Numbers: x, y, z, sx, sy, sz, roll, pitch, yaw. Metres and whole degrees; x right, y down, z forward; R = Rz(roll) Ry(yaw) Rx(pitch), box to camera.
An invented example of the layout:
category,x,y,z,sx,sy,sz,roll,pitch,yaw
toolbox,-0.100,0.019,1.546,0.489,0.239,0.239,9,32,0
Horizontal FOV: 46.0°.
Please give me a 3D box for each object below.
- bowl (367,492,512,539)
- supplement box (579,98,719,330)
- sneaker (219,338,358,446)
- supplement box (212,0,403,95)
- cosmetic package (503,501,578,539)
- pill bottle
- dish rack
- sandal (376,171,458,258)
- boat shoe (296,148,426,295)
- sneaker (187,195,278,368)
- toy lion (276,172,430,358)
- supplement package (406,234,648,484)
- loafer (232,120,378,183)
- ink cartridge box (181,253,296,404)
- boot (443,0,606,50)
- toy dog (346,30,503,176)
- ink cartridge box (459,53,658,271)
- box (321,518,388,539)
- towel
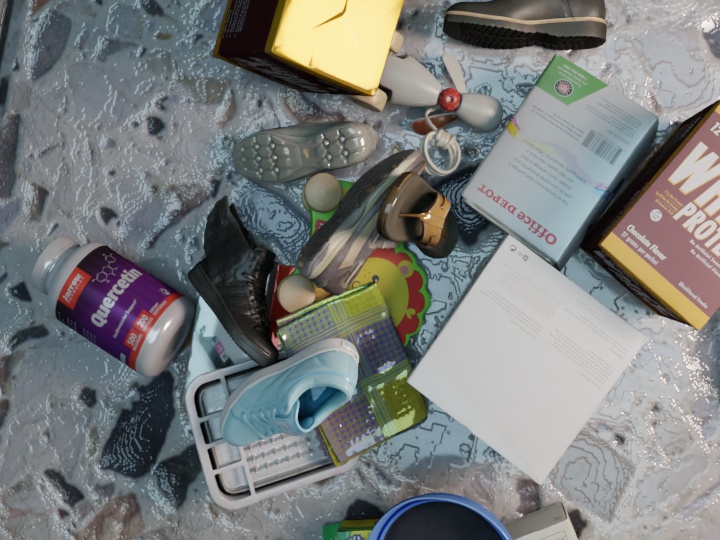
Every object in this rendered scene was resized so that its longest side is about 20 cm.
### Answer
category,x,y,z,sx,sy,sz,roll,pitch,yaw
bowl,0.098,0.362,1.008,0.196,0.039,0.206,2,96,17
supplement box,0.364,-0.060,0.939,0.132,0.200,0.198,41,96,5
sneaker,-0.088,0.155,0.963,0.199,0.083,0.074,-37,116,21
supplement box,-0.054,-0.319,0.970,0.131,0.199,0.201,15,94,-30
cosmetic package,0.241,0.402,1.031,0.102,0.073,0.204,-21,88,9
pill bottle,-0.316,0.040,1.082,0.198,0.112,0.114,31,95,6
dish rack,-0.109,0.189,1.064,0.196,0.044,0.175,-16,97,-9
sandal,0.079,-0.054,0.980,0.054,0.199,0.083,20,84,30
boat shoe,0.010,-0.056,1.002,0.200,0.074,0.073,-47,113,-4
sneaker,-0.139,0.014,1.034,0.104,0.060,0.200,-43,68,2
toy lion,0.000,0.000,1.056,0.188,0.069,0.204,15,86,-8
supplement package,0.189,0.096,0.994,0.190,0.147,0.202,36,96,6
loafer,-0.070,-0.150,1.068,0.196,0.070,0.072,-1,104,25
ink cartridge box,-0.129,0.088,1.093,0.170,0.044,0.205,10,93,9
boot,0.199,-0.346,1.027,0.195,0.077,0.142,3,88,-5
toy dog,0.070,-0.220,1.047,0.199,0.096,0.132,42,93,-10
ink cartridge box,0.233,-0.123,1.002,0.144,0.087,0.202,36,94,18
box,0.047,0.376,1.073,0.195,0.048,0.120,-6,91,10
towel,-0.007,0.127,1.030,0.141,0.023,0.204,-22,107,-4
